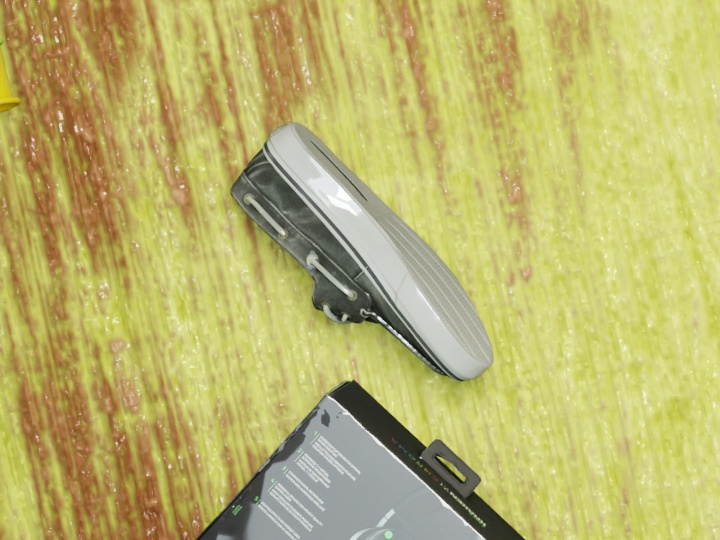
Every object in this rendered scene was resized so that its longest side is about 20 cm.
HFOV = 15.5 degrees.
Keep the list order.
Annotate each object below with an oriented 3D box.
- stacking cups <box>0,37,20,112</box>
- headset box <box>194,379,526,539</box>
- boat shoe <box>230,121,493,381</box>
[{"bbox_3d":[-0.265,-0.195,1.666,0.060,0.061,0.200,-14,87,10],"label":"stacking cups"},{"bbox_3d":[-0.007,0.189,1.627,0.174,0.093,0.200,42,99,4],"label":"headset box"},{"bbox_3d":[0.000,0.000,1.633,0.071,0.072,0.200,-45,76,18],"label":"boat shoe"}]
